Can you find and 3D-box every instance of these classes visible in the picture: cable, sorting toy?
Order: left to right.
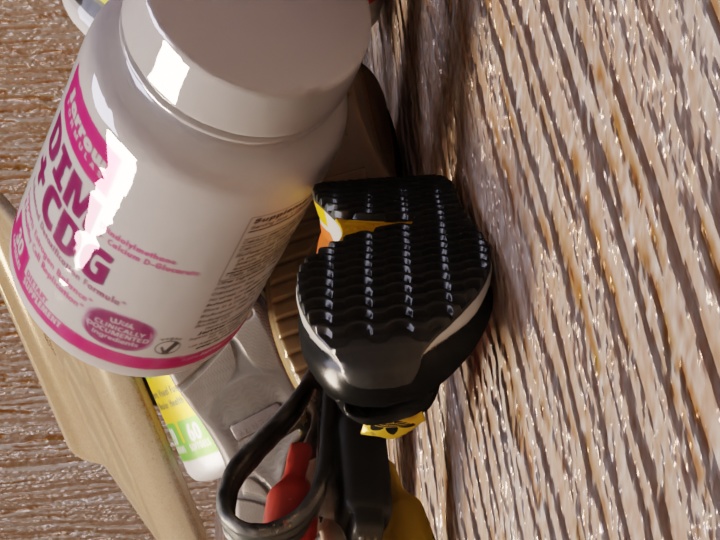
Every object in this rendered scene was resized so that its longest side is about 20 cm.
[{"bbox_3d":[-0.149,0.052,1.312,0.200,0.036,0.186,28,142,63],"label":"sorting toy"},{"bbox_3d":[-0.014,0.060,0.976,0.051,0.096,0.201,107,165,-50],"label":"cable"}]

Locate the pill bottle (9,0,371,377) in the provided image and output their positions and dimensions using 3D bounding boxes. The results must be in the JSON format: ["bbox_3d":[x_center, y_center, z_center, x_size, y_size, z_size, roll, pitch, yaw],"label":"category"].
[{"bbox_3d":[-0.072,-0.052,0.974,0.200,0.112,0.114,121,153,-50],"label":"pill bottle"}]

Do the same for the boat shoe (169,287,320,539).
[{"bbox_3d":[-0.025,0.088,1.110,0.202,0.074,0.073,69,-158,0],"label":"boat shoe"}]

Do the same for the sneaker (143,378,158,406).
[{"bbox_3d":[-0.119,0.004,1.432,0.200,0.075,0.080,-118,36,-58],"label":"sneaker"}]

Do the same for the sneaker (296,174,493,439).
[{"bbox_3d":[0.014,0.028,0.870,0.200,0.069,0.091,-92,-2,-72],"label":"sneaker"}]

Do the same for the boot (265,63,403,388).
[{"bbox_3d":[0.000,0.000,1.124,0.167,0.072,0.202,71,-167,-65],"label":"boot"}]

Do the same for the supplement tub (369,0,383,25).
[{"bbox_3d":[-0.053,-0.222,1.202,0.141,0.139,0.202,-103,15,-68],"label":"supplement tub"}]

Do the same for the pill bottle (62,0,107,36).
[{"bbox_3d":[-0.050,-0.186,1.080,0.201,0.111,0.112,-60,16,19],"label":"pill bottle"}]

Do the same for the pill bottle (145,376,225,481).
[{"bbox_3d":[-0.078,-0.003,1.219,0.111,0.110,0.201,172,74,-85],"label":"pill bottle"}]
